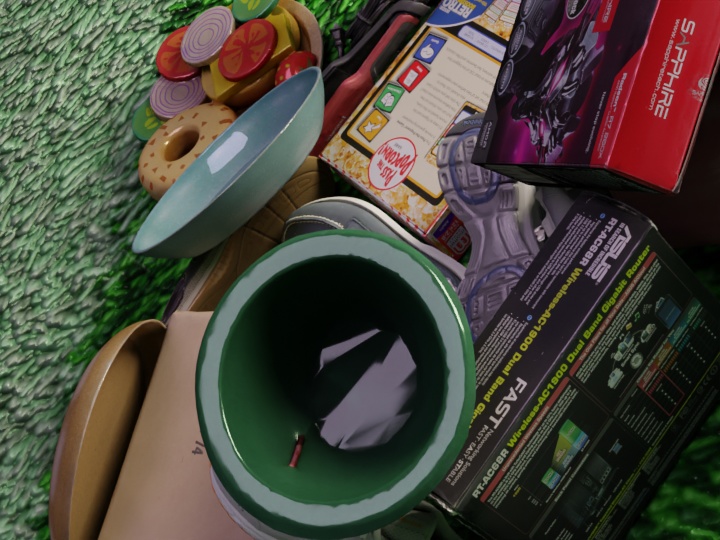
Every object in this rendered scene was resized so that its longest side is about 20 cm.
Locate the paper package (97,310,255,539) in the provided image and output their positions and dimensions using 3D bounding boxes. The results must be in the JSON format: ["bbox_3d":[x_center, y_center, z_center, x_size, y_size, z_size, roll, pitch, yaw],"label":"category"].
[{"bbox_3d":[-0.067,0.133,1.097,0.189,0.103,0.202,-4,59,38],"label":"paper package"}]

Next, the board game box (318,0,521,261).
[{"bbox_3d":[0.079,-0.124,1.190,0.201,0.046,0.151,-51,44,0],"label":"board game box"}]

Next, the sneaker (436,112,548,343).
[{"bbox_3d":[0.107,-0.005,1.071,0.074,0.087,0.203,-11,74,31],"label":"sneaker"}]

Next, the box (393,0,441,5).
[{"bbox_3d":[0.046,-0.290,1.216,0.159,0.200,0.044,-10,56,35],"label":"box"}]

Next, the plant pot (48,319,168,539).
[{"bbox_3d":[-0.177,0.132,1.126,0.027,0.201,0.202,11,66,11],"label":"plant pot"}]

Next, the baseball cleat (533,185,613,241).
[{"bbox_3d":[0.165,-0.066,1.034,0.106,0.070,0.201,-30,30,18],"label":"baseball cleat"}]

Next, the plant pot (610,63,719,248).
[{"bbox_3d":[0.244,-0.100,0.948,0.178,0.199,0.202,-22,48,47],"label":"plant pot"}]

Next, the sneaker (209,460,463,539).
[{"bbox_3d":[0.003,0.148,0.955,0.076,0.199,0.092,-61,9,-27],"label":"sneaker"}]

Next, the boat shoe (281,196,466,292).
[{"bbox_3d":[0.000,0.000,1.141,0.199,0.061,0.074,27,124,42],"label":"boat shoe"}]

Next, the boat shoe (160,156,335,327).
[{"bbox_3d":[-0.097,-0.010,1.237,0.201,0.073,0.065,-53,37,-10],"label":"boat shoe"}]

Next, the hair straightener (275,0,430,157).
[{"bbox_3d":[-0.008,-0.180,1.259,0.201,0.041,0.077,-55,48,26],"label":"hair straightener"}]

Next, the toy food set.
[{"bbox_3d":[-0.117,-0.159,1.373,0.199,0.049,0.199,-33,46,18],"label":"toy food set"}]

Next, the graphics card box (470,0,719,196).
[{"bbox_3d":[0.137,-0.112,0.924,0.200,0.050,0.127,-163,91,-73],"label":"graphics card box"}]

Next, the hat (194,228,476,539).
[{"bbox_3d":[0.005,0.076,0.947,0.164,0.176,0.202,-20,65,11],"label":"hat"}]

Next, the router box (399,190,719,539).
[{"bbox_3d":[0.130,0.077,0.937,0.201,0.150,0.062,-54,43,-4],"label":"router box"}]

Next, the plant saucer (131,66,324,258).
[{"bbox_3d":[-0.093,-0.074,1.213,0.199,0.036,0.200,-40,16,14],"label":"plant saucer"}]
